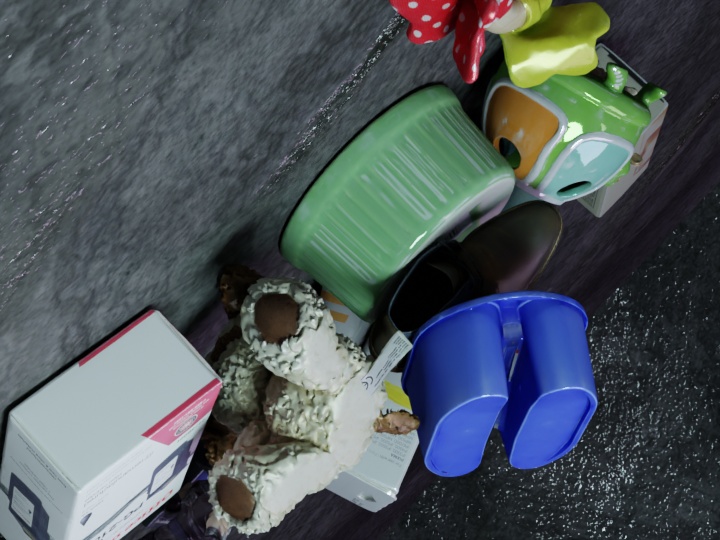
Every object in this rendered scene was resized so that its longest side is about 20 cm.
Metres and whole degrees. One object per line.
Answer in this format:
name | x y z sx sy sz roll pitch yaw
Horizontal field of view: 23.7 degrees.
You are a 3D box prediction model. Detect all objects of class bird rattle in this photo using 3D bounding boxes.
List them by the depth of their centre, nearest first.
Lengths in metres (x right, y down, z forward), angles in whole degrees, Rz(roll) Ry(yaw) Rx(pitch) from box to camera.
bird rattle | 0.107 -0.218 1.227 0.200 0.113 0.164 10 113 -59

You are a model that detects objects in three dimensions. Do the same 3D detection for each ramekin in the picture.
ramekin | 0.037 -0.049 1.436 0.200 0.098 0.200 -42 167 -12

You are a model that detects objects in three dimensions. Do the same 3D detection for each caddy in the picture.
caddy | 0.108 0.083 1.361 0.140 0.106 0.200 -4 151 -10

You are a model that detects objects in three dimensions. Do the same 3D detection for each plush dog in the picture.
plush dog | -0.061 0.091 1.350 0.160 0.171 0.201 3 104 -39

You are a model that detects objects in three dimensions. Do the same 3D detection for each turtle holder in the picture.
turtle holder | 0.178 -0.132 1.509 0.132 0.140 0.185 -63 172 10

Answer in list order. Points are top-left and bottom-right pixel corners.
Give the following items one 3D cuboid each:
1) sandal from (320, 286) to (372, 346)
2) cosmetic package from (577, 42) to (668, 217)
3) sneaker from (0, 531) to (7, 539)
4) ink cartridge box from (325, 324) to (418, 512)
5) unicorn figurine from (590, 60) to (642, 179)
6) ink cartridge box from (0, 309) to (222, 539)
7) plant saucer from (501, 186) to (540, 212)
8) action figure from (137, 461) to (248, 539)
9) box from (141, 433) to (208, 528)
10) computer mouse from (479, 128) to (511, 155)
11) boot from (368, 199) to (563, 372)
sandal | 0.000 -0.001 1.586 0.079 0.059 0.208 -179 -66 -85
cosmetic package | 0.253 -0.145 1.809 0.087 0.103 0.200 -44 169 -9
sneaker | -0.270 0.237 1.423 0.200 0.070 0.094 -38 160 -39
ink cartridge box | 0.026 0.111 1.596 0.145 0.083 0.201 120 -5 -74
unicorn figurine | 0.208 -0.145 1.663 0.074 0.137 0.201 -28 144 -35
ink cartridge box | -0.199 0.141 1.319 0.145 0.084 0.200 -37 165 -31
plant saucer | 0.127 -0.029 1.634 0.201 0.038 0.202 -164 -90 -78
action figure | -0.161 0.229 1.418 0.199 0.070 0.130 -32 -165 -9
box | -0.146 0.165 1.584 0.141 0.079 0.200 -48 167 0
computer mouse | 0.075 -0.063 1.617 0.141 0.046 0.200 -53 -179 -26
boot | 0.091 0.006 1.387 0.200 0.075 0.097 -41 170 -9
